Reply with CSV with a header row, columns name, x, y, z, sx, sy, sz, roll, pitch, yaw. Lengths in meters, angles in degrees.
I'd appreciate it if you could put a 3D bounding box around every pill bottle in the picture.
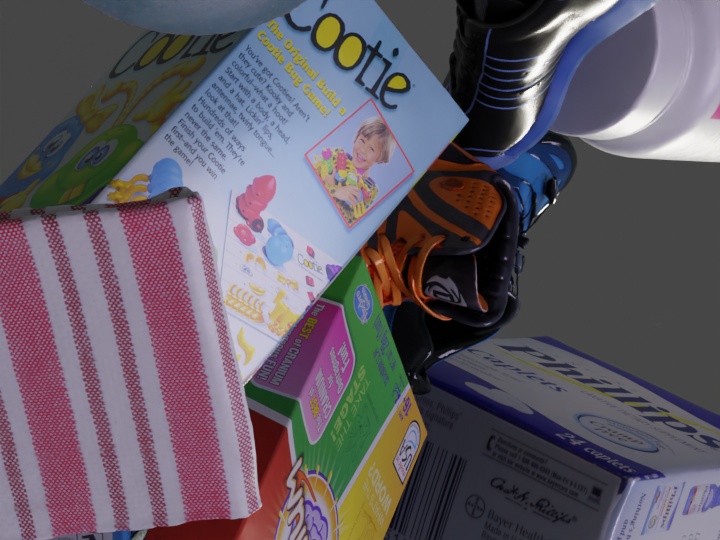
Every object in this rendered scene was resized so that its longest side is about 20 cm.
name,x,y,z,sx,sy,sz,roll,pitch,yaw
pill bottle,0.167,-0.116,1.331,0.200,0.113,0.114,-2,115,-54

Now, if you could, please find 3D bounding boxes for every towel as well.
name,x,y,z,sx,sy,sz,roll,pitch,yaw
towel,-0.144,0.039,0.947,0.030,0.199,0.147,-89,172,-58

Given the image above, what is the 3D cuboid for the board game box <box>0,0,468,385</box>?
name,x,y,z,sx,sy,sz,roll,pitch,yaw
board game box,-0.070,-0.030,1.038,0.200,0.103,0.105,-49,115,-20

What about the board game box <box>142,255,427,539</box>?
name,x,y,z,sx,sy,sz,roll,pitch,yaw
board game box,-0.037,0.112,1.093,0.153,0.040,0.200,69,39,-54

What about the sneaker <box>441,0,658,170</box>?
name,x,y,z,sx,sy,sz,roll,pitch,yaw
sneaker,0.071,-0.118,1.202,0.078,0.070,0.200,7,145,-27

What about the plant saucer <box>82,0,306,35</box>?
name,x,y,z,sx,sy,sz,roll,pitch,yaw
plant saucer,-0.055,-0.191,0.951,0.201,0.039,0.202,-3,95,-34

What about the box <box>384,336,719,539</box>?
name,x,y,z,sx,sy,sz,roll,pitch,yaw
box,0.106,0.115,1.348,0.200,0.184,0.105,1,111,-55

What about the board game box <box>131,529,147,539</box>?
name,x,y,z,sx,sy,sz,roll,pitch,yaw
board game box,-0.086,0.156,1.174,0.151,0.047,0.200,-47,144,-19

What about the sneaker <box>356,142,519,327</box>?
name,x,y,z,sx,sy,sz,roll,pitch,yaw
sneaker,0.000,0.000,1.180,0.200,0.112,0.078,-42,142,-30

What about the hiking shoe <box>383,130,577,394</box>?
name,x,y,z,sx,sy,sz,roll,pitch,yaw
hiking shoe,0.057,-0.001,1.283,0.200,0.087,0.074,-41,144,-29

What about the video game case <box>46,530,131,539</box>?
name,x,y,z,sx,sy,sz,roll,pitch,yaw
video game case,-0.167,0.168,1.059,0.018,0.143,0.200,-83,176,-55
